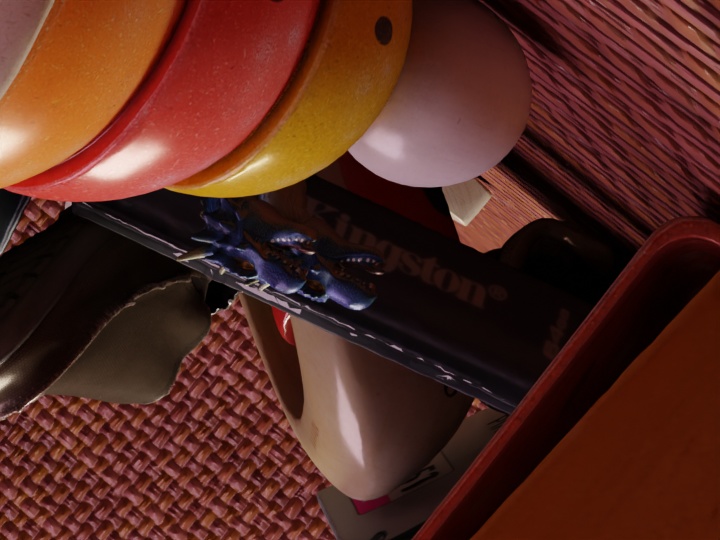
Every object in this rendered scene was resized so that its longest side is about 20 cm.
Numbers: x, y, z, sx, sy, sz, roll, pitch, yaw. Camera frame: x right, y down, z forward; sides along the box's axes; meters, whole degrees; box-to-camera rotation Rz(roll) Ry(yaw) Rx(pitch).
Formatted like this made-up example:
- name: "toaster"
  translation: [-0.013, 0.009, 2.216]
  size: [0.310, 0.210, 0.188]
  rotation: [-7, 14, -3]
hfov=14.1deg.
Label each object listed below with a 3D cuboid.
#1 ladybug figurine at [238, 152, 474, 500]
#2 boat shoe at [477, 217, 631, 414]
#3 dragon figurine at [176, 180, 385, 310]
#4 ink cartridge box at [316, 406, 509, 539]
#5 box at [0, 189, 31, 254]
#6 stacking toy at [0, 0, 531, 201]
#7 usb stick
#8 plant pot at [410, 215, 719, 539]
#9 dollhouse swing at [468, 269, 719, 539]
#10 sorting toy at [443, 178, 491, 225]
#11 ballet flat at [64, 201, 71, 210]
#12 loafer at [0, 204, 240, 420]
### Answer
- name: "ladybug figurine"
  translation: [-0.008, -0.013, 1.065]
  size: [0.136, 0.072, 0.201]
  rotation: [96, 155, -62]
- name: "boat shoe"
  translation: [0.077, 0.013, 1.044]
  size: [0.200, 0.072, 0.072]
  rotation: [-141, 32, -72]
- name: "dragon figurine"
  translation: [-0.060, -0.071, 0.880]
  size: [0.200, 0.100, 0.059]
  rotation: [39, 179, 18]
- name: "ink cartridge box"
  translation: [0.079, 0.079, 1.028]
  size: [0.044, 0.173, 0.200]
  rotation: [63, 178, -11]
- name: "box"
  translation: [-0.210, -0.123, 1.018]
  size: [0.199, 0.124, 0.197]
  rotation: [18, -158, -27]
- name: "stacking toy"
  translation: [-0.037, -0.066, 0.661]
  size: [0.199, 0.147, 0.146]
  rotation: [15, -165, -39]
- name: "usb stick"
  translation: [0.000, 0.000, 0.927]
  size: [0.199, 0.033, 0.056]
  rotation: [25, -144, -4]
- name: "plant pot"
  translation: [0.110, 0.113, 0.826]
  size: [0.200, 0.200, 0.176]
  rotation: [39, -170, 3]
- name: "dollhouse swing"
  translation: [0.130, 0.109, 0.562]
  size: [0.200, 0.182, 0.176]
  rotation: [38, 159, 20]
- name: "sorting toy"
  translation: [-0.064, -0.085, 1.278]
  size: [0.199, 0.070, 0.200]
  rotation: [40, 179, -21]
- name: "ballet flat"
  translation: [-0.091, -0.024, 1.204]
  size: [0.069, 0.070, 0.200]
  rotation: [39, 173, 6]
- name: "loafer"
  translation: [-0.080, 0.011, 0.982]
  size: [0.071, 0.073, 0.200]
  rotation: [59, -154, -6]
